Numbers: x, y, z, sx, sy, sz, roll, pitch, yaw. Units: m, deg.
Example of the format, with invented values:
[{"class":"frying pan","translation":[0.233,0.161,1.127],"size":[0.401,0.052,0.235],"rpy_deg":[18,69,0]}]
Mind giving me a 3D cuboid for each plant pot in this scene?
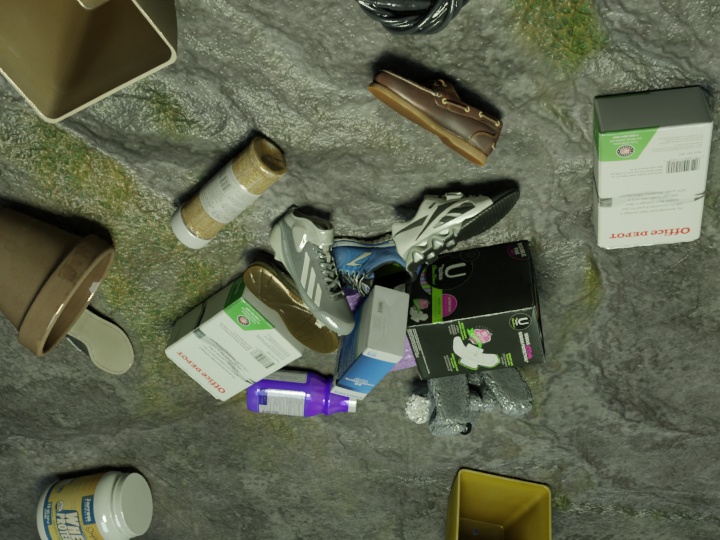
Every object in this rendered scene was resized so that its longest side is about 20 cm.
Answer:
[{"class":"plant pot","translation":[-0.498,0.001,1.411],"size":[0.173,0.201,0.201],"rpy_deg":[34,129,-6]},{"class":"plant pot","translation":[0.258,0.542,1.872],"size":[0.196,0.203,0.177],"rpy_deg":[13,146,-9]},{"class":"plant pot","translation":[-0.327,-0.329,1.068],"size":[0.197,0.179,0.201],"rpy_deg":[-20,131,22]}]

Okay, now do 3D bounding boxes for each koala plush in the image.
[{"class":"koala plush","translation":[0.168,0.202,1.578],"size":[0.174,0.186,0.201],"rpy_deg":[-12,154,-15]}]

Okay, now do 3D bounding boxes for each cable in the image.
[{"class":"cable","translation":[0.048,-0.371,1.100],"size":[0.162,0.051,0.199],"rpy_deg":[-30,128,35]}]

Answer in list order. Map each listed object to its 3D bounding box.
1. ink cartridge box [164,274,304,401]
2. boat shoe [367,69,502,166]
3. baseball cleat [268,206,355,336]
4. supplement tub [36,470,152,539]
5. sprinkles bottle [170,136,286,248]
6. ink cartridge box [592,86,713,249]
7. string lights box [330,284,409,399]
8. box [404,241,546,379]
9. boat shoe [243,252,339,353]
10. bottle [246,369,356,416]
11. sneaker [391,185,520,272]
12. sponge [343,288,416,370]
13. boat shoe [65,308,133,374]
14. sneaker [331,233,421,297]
[{"class":"ink cartridge box","translation":[-0.205,0.111,1.541],"size":[0.198,0.084,0.147],"rpy_deg":[-31,117,29]},{"class":"boat shoe","translation":[0.102,-0.216,1.233],"size":[0.198,0.070,0.071],"rpy_deg":[28,92,-25]},{"class":"baseball cleat","translation":[-0.060,-0.003,1.383],"size":[0.201,0.069,0.106],"rpy_deg":[51,122,9]},{"class":"supplement tub","translation":[-0.540,0.490,1.897],"size":[0.196,0.146,0.146],"rpy_deg":[-13,132,16]},{"class":"sprinkles bottle","translation":[-0.192,-0.110,1.347],"size":[0.068,0.069,0.199],"rpy_deg":[35,127,-27]},{"class":"ink cartridge box","translation":[0.392,-0.136,1.270],"size":[0.143,0.085,0.202],"rpy_deg":[-4,134,8]},{"class":"string lights box","translation":[0.011,0.114,1.425],"size":[0.058,0.104,0.200],"rpy_deg":[14,152,-12]},{"class":"box","translation":[0.175,0.061,1.431],"size":[0.196,0.150,0.126],"rpy_deg":[-9,132,13]},{"class":"boat shoe","translation":[-0.100,0.049,1.480],"size":[0.073,0.065,0.200],"rpy_deg":[-27,116,31]},{"class":"bottle","translation":[-0.104,0.220,1.662],"size":[0.196,0.066,0.084],"rpy_deg":[5,135,-1]},{"class":"sneaker","translation":[0.134,-0.086,1.349],"size":[0.198,0.089,0.074],"rpy_deg":[-28,157,-2]},{"class":"sponge","translation":[0.022,0.096,1.537],"size":[0.110,0.030,0.201],"rpy_deg":[-13,133,15]},{"class":"boat shoe","translation":[-0.465,0.105,1.596],"size":[0.062,0.073,0.201],"rpy_deg":[24,160,45]},{"class":"sneaker","translation":[0.000,0.000,1.426],"size":[0.196,0.090,0.079],"rpy_deg":[-11,133,18]}]
